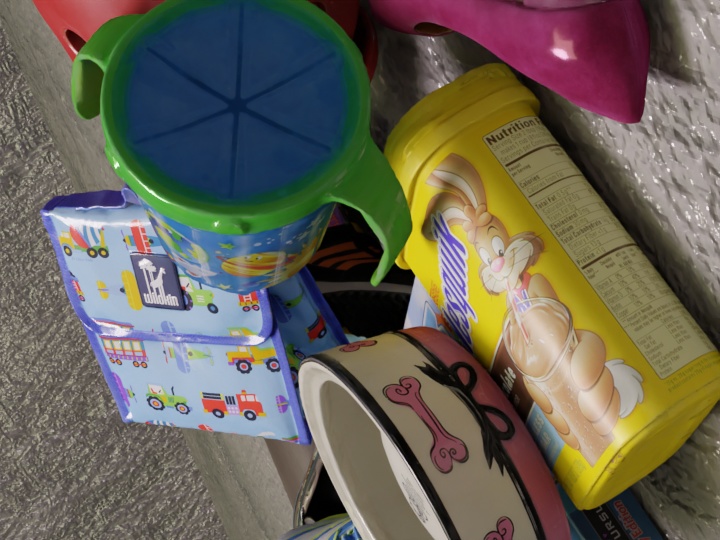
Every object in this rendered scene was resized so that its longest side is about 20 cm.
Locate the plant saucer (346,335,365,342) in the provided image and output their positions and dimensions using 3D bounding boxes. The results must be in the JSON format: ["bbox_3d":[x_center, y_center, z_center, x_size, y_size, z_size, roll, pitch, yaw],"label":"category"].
[{"bbox_3d":[0.048,0.092,1.076,0.200,0.027,0.201,44,160,20],"label":"plant saucer"}]

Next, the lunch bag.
[{"bbox_3d":[-0.110,0.011,0.908,0.149,0.095,0.201,4,137,23],"label":"lunch bag"}]

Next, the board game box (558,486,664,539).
[{"bbox_3d":[0.158,0.212,0.932,0.152,0.047,0.201,56,164,23],"label":"board game box"}]

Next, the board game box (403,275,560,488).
[{"bbox_3d":[0.072,0.096,0.886,0.201,0.036,0.152,101,146,-55],"label":"board game box"}]

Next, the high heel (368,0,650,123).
[{"bbox_3d":[0.066,-0.110,0.661,0.199,0.067,0.097,-2,105,59],"label":"high heel"}]

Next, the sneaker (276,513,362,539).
[{"bbox_3d":[0.021,0.196,1.069,0.076,0.197,0.106,-96,0,-47],"label":"sneaker"}]

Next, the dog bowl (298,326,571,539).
[{"bbox_3d":[0.045,0.121,0.789,0.201,0.073,0.201,53,161,26],"label":"dog bowl"}]

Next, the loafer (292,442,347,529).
[{"bbox_3d":[-0.024,0.198,1.155,0.063,0.071,0.203,-66,-16,-68],"label":"loafer"}]

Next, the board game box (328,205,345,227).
[{"bbox_3d":[-0.028,-0.020,1.150,0.201,0.032,0.120,62,172,-30],"label":"board game box"}]

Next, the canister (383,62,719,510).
[{"bbox_3d":[0.096,0.013,0.730,0.201,0.086,0.149,56,163,20],"label":"canister"}]

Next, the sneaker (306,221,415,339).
[{"bbox_3d":[0.000,0.000,0.986,0.198,0.091,0.070,0,144,28],"label":"sneaker"}]

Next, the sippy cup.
[{"bbox_3d":[-0.064,-0.057,0.728,0.131,0.138,0.179,96,150,-63],"label":"sippy cup"}]

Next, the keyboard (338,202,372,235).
[{"bbox_3d":[-0.020,-0.097,1.020,0.105,0.039,0.201,63,-179,38],"label":"keyboard"}]

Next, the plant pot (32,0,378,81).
[{"bbox_3d":[-0.088,-0.169,0.838,0.200,0.199,0.184,45,166,47],"label":"plant pot"}]

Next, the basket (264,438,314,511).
[{"bbox_3d":[-0.032,0.144,1.303,0.202,0.135,0.181,62,170,16],"label":"basket"}]
